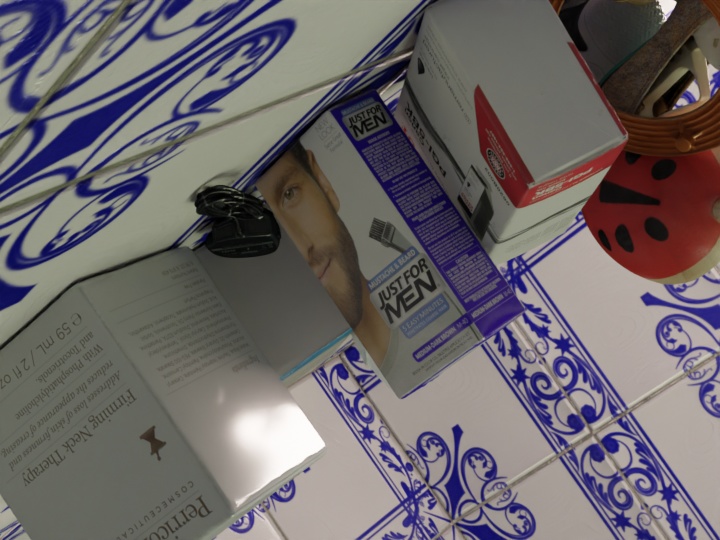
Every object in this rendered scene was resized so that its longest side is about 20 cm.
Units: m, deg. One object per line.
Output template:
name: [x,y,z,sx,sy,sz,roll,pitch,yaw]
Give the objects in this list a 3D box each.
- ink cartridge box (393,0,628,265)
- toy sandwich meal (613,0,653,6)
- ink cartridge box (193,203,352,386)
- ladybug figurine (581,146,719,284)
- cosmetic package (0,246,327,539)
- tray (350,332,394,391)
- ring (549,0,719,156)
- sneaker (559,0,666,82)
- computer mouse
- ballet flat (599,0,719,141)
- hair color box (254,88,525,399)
ink cartridge box: [0.100,-0.102,1.148,0.082,0.148,0.200,-26,167,-13]
toy sandwich meal: [0.249,-0.275,1.177,0.205,0.070,0.205,-41,-175,5]
ink cartridge box: [-0.097,0.045,1.406,0.125,0.129,0.200,-34,174,-14]
ladybug figurine: [0.236,-0.059,1.290,0.071,0.137,0.200,5,-178,-20]
cosmetic package: [-0.167,0.119,1.213,0.167,0.201,0.166,-38,174,25]
tray: [0.000,0.000,1.328,0.022,0.108,0.201,-15,134,-12]
ring: [0.201,-0.159,1.165,0.200,0.200,0.019,-41,-167,49]
sneaker: [0.149,-0.177,1.312,0.198,0.076,0.114,-20,-166,7]
computer mouse: [-0.095,-0.043,1.210,0.058,0.034,0.200,-7,170,1]
ballet flat: [0.253,-0.164,1.192,0.067,0.068,0.200,-6,153,-31]
hair color box: [0.020,-0.018,1.191,0.065,0.201,0.109,-27,171,-45]
